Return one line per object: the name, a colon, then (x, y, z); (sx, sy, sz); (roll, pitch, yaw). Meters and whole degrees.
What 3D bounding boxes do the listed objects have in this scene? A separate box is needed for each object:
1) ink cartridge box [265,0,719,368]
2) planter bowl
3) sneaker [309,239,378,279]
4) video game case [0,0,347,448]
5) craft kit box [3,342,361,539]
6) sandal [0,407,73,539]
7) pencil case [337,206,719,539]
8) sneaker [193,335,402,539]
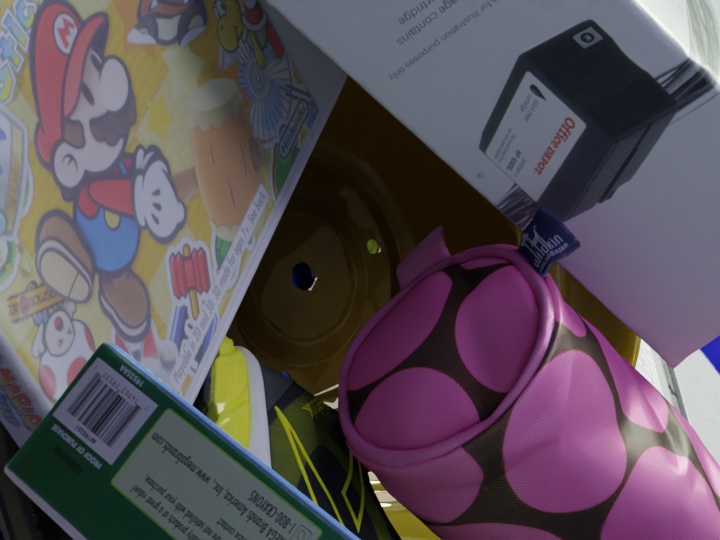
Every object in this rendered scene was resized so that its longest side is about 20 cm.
ink cartridge box: (0.061, -0.089, 0.815); (0.200, 0.084, 0.145); (41, 26, -28)
planter bowl: (0.000, 0.000, 0.906); (0.200, 0.083, 0.200); (4, 84, -38)
sneaker: (0.064, 0.044, 1.005); (0.200, 0.076, 0.105); (53, 10, 29)
video game case: (-0.075, -0.059, 0.723); (0.182, 0.023, 0.200); (61, 37, -36)
craft kit box: (0.036, 0.117, 0.598); (0.200, 0.049, 0.198); (34, -4, 44)
sandal: (-0.116, -0.001, 0.727); (0.080, 0.057, 0.201); (-51, 125, -50)
pencil case: (0.081, 0.072, 0.814); (0.200, 0.091, 0.094); (46, 11, -34)
sneaker: (-0.020, 0.104, 0.748); (0.085, 0.074, 0.200); (20, 45, -27)
